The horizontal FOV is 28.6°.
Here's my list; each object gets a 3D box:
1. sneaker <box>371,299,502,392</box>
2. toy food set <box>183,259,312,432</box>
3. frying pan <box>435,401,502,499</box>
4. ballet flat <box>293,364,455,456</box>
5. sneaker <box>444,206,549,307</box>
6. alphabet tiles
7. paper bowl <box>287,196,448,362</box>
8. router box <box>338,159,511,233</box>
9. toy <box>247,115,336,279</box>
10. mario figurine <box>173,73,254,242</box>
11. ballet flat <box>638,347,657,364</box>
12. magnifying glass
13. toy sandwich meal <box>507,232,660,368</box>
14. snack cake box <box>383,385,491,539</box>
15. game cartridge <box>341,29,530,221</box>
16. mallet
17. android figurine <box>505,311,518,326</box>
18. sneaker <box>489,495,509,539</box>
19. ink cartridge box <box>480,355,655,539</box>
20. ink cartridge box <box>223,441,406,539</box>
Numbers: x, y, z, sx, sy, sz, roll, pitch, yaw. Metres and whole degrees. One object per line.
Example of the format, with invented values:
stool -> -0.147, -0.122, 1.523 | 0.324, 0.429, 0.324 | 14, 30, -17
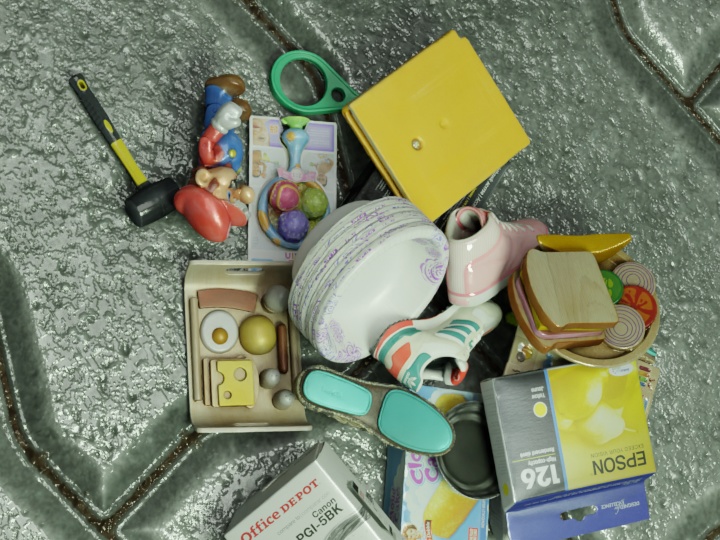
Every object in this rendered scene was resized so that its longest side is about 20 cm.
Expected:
sneaker -> 0.110, 0.097, 1.710 | 0.198, 0.071, 0.094 | -15, 52, -38
toy food set -> -0.130, 0.090, 1.661 | 0.141, 0.060, 0.203 | 0, 77, -20
frying pan -> 0.165, 0.199, 1.687 | 0.188, 0.031, 0.116 | -25, 87, -29
ballet flat -> 0.014, 0.161, 1.644 | 0.197, 0.075, 0.069 | 21, 79, -5
sneaker -> 0.170, -0.044, 1.753 | 0.200, 0.075, 0.106 | -36, 123, -43
alphabet tiles -> 0.269, 0.132, 1.721 | 0.198, 0.006, 0.169 | 23, 76, -14
paper bowl -> 0.000, 0.000, 1.651 | 0.199, 0.202, 0.104 | -30, 58, -23
router box -> 0.081, -0.105, 1.776 | 0.149, 0.051, 0.201 | 41, 69, -16
toy -> -0.078, -0.093, 1.728 | 0.113, 0.047, 0.203 | 3, 76, -18
mario figurine -> -0.150, -0.126, 1.671 | 0.123, 0.105, 0.203 | 30, 55, -42
ballet flat -> 0.282, 0.075, 1.778 | 0.199, 0.071, 0.066 | 35, 96, -9
magnifying glass -> -0.023, -0.218, 1.794 | 0.197, 0.022, 0.081 | 19, 72, -13
toy sandwich meal -> 0.273, 0.025, 1.692 | 0.202, 0.071, 0.208 | 7, 57, -10
snack cake box -> 0.092, 0.246, 1.702 | 0.113, 0.067, 0.203 | 9, 75, -19
game cartridge -> 0.096, -0.178, 1.747 | 0.199, 0.032, 0.178 | -37, 99, -28
mallet -> -0.293, -0.141, 1.670 | 0.066, 0.041, 0.201 | -39, 89, -26
android figurine -> 0.280, 0.077, 1.823 | 0.198, 0.041, 0.184 | 23, 71, -14
sneaker -> 0.221, 0.242, 1.743 | 0.116, 0.074, 0.204 | 9, 72, -11
ink cartridge box -> 0.253, 0.213, 1.677 | 0.195, 0.047, 0.203 | -8, 82, -21
ink cartridge box -> -0.037, 0.320, 1.598 | 0.146, 0.083, 0.201 | -40, 93, 10
